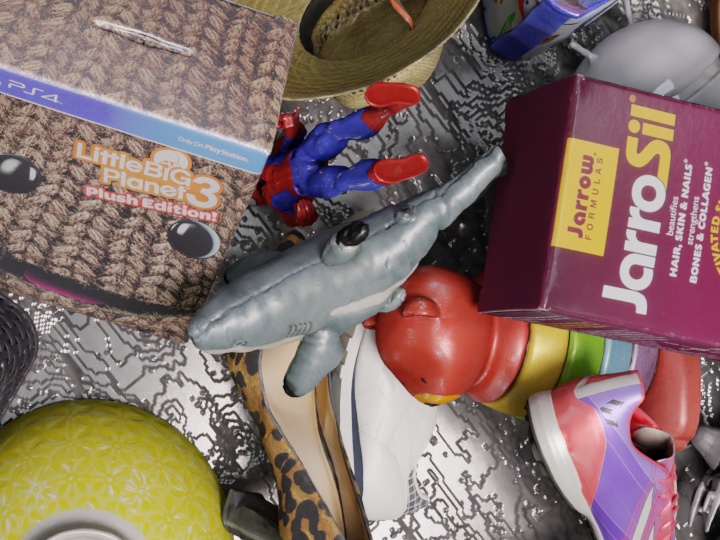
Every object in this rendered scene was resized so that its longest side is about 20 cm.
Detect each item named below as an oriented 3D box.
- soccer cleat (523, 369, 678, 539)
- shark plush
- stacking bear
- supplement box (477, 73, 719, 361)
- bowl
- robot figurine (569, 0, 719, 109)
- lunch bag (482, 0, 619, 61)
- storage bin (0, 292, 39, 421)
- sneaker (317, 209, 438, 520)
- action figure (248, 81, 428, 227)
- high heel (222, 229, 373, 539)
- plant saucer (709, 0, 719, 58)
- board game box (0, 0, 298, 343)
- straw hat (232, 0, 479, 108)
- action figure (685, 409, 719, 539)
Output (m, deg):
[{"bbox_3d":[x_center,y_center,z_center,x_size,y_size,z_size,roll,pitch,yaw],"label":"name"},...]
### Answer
[{"bbox_3d":[0.167,0.134,0.830,0.072,0.069,0.201,-23,130,16],"label":"soccer cleat"},{"bbox_3d":[0.000,0.000,0.773,0.197,0.083,0.092,-20,70,5],"label":"shark plush"},{"bbox_3d":[0.100,0.046,0.860,0.197,0.121,0.116,9,84,-27],"label":"stacking bear"},{"bbox_3d":[0.181,-0.022,0.782,0.197,0.103,0.133,10,86,-15],"label":"supplement box"},{"bbox_3d":[-0.170,0.186,0.843,0.197,0.108,0.204,0,91,-10],"label":"bowl"},{"bbox_3d":[0.209,-0.080,0.904,0.201,0.112,0.170,56,41,-8],"label":"robot figurine"},{"bbox_3d":[0.143,-0.236,0.860,0.122,0.170,0.202,22,86,-6],"label":"lunch bag"},{"bbox_3d":[-0.293,0.086,0.785,0.134,0.094,0.201,34,106,3],"label":"storage bin"},{"bbox_3d":[0.011,0.062,0.900,0.079,0.076,0.203,2,95,-23],"label":"sneaker"},{"bbox_3d":[-0.028,-0.063,0.819,0.051,0.199,0.066,-10,87,-25],"label":"action figure"},{"bbox_3d":[-0.022,0.083,0.818,0.071,0.142,0.203,5,95,-37],"label":"high heel"},{"bbox_3d":[0.338,-0.177,0.968,0.197,0.032,0.204,0,92,-11],"label":"plant saucer"},{"bbox_3d":[-0.142,-0.067,0.786,0.157,0.201,0.098,16,53,-10],"label":"board game box"},{"bbox_3d":[0.010,-0.154,0.873,0.200,0.201,0.085,-37,139,-7],"label":"straw hat"},{"bbox_3d":[0.303,0.159,0.955,0.198,0.069,0.131,31,93,-6],"label":"action figure"}]
